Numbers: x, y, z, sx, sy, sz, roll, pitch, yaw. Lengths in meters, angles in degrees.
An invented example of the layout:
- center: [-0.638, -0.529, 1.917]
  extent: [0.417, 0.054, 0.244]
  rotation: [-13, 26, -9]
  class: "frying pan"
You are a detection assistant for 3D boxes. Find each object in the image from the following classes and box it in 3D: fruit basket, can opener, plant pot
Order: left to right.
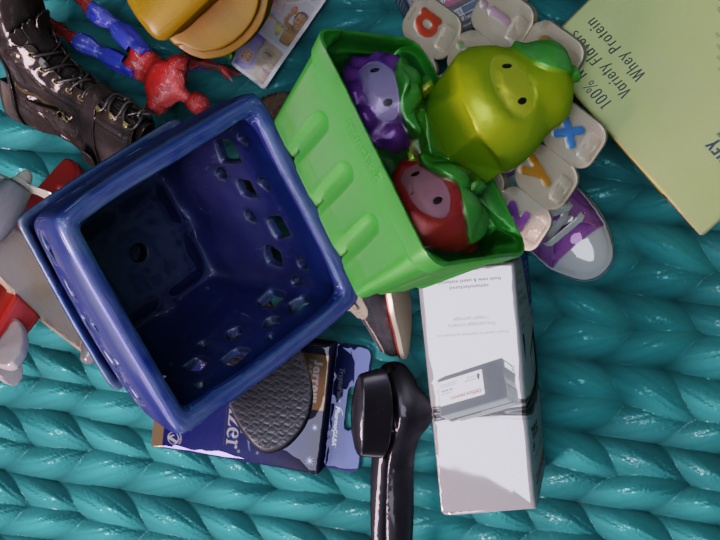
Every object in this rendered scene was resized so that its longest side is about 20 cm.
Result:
- center: [-0.153, -0.011, 1.077]
  extent: [0.199, 0.179, 0.202]
  rotation: [-36, 112, -25]
  class: "plant pot"
- center: [0.026, 0.181, 1.196]
  extent: [0.077, 0.063, 0.203]
  rotation: [-5, 105, -14]
  class: "can opener"
- center: [0.062, -0.101, 0.990]
  extent: [0.213, 0.155, 0.219]
  rotation: [4, 97, 38]
  class: "fruit basket"

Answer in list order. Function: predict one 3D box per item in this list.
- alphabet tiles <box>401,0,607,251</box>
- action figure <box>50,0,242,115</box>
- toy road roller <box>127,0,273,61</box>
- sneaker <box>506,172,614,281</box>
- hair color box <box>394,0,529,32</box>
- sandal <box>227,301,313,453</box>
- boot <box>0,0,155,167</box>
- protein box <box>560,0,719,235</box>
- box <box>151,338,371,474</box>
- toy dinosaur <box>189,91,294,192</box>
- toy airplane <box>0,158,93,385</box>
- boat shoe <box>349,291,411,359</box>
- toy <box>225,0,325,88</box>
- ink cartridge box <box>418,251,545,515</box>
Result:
- center: [0.094, -0.119, 1.058]
  extent: [0.195, 0.015, 0.201]
  rotation: [38, 115, 17]
  class: "alphabet tiles"
- center: [-0.192, -0.191, 1.212]
  extent: [0.199, 0.099, 0.066]
  rotation: [38, 105, 29]
  class: "action figure"
- center: [-0.155, -0.270, 1.094]
  extent: [0.122, 0.146, 0.201]
  rotation: [-38, 98, 17]
  class: "toy road roller"
- center: [0.139, -0.068, 1.121]
  extent: [0.073, 0.114, 0.201]
  rotation: [-42, 87, 11]
  class: "sneaker"
- center: [0.056, -0.294, 1.136]
  extent: [0.099, 0.061, 0.202]
  rotation: [-27, 89, -1]
  class: "hair color box"
- center: [-0.091, 0.073, 1.186]
  extent: [0.075, 0.043, 0.202]
  rotation: [-16, 58, -5]
  class: "sandal"
- center: [-0.248, -0.168, 1.169]
  extent: [0.173, 0.201, 0.069]
  rotation: [31, 56, 23]
  class: "boot"
- center: [0.283, -0.171, 1.069]
  extent: [0.200, 0.135, 0.199]
  rotation: [-43, 85, 12]
  class: "protein box"
- center: [-0.093, 0.117, 1.228]
  extent: [0.197, 0.032, 0.123]
  rotation: [7, 96, 10]
  class: "box"
- center: [-0.045, -0.120, 1.172]
  extent: [0.198, 0.086, 0.137]
  rotation: [27, 100, 13]
  class: "toy dinosaur"
- center: [-0.278, 0.003, 1.171]
  extent: [0.139, 0.200, 0.202]
  rotation: [-9, 94, 25]
  class: "toy airplane"
- center: [0.000, 0.000, 1.143]
  extent: [0.062, 0.072, 0.201]
  rotation: [-8, 132, 14]
  class: "boat shoe"
- center: [-0.077, -0.278, 1.181]
  extent: [0.115, 0.047, 0.201]
  rotation: [37, 102, 5]
  class: "toy"
- center: [0.106, 0.090, 1.124]
  extent: [0.083, 0.145, 0.203]
  rotation: [-5, 94, 12]
  class: "ink cartridge box"
